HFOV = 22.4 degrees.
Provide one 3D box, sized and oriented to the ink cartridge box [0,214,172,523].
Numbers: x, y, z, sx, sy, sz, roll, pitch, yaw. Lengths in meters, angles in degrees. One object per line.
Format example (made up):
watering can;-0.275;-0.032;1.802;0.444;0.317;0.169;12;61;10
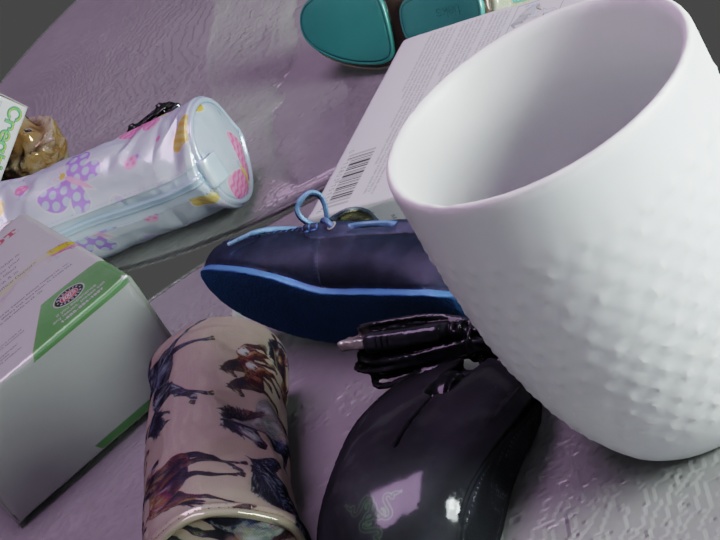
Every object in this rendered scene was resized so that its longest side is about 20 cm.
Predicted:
ink cartridge box;-0.217;0.055;1.162;0.145;0.088;0.200;-41;30;-15

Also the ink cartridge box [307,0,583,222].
ink cartridge box;0.074;-0.097;1.134;0.172;0.044;0.201;-13;34;33

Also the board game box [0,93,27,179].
board game box;-0.328;-0.043;1.395;0.126;0.034;0.202;15;84;55

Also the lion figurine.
lion figurine;-0.306;-0.057;1.462;0.200;0.072;0.123;-48;30;18

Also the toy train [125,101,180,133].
toy train;-0.216;-0.065;1.407;0.200;0.034;0.046;-39;16;-11

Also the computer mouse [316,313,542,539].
computer mouse;0.029;0.081;0.874;0.137;0.053;0.201;-5;40;26

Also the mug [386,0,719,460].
mug;0.112;-0.020;0.828;0.147;0.176;0.200;-30;27;7

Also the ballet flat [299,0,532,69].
ballet flat;0.041;-0.182;1.304;0.062;0.068;0.199;-20;17;-41

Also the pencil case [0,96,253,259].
pencil case;-0.174;-0.053;1.285;0.199;0.084;0.091;-21;6;21

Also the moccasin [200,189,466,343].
moccasin;0.000;0.000;1.036;0.199;0.081;0.069;6;60;34

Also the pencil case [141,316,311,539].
pencil case;-0.068;0.100;0.943;0.078;0.089;0.200;-55;20;21
